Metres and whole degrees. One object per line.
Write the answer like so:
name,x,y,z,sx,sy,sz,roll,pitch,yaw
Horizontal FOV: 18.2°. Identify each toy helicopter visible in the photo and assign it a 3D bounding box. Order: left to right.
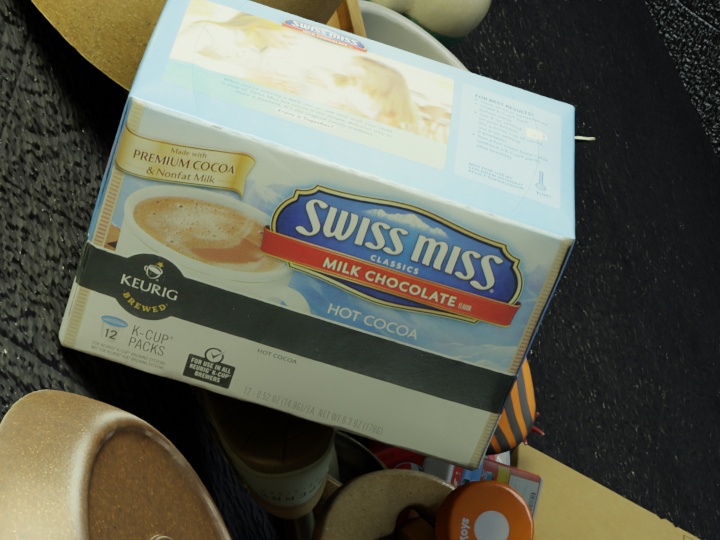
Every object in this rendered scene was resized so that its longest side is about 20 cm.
toy helicopter,0.016,0.197,1.082,0.079,0.132,0.200,159,-74,-70

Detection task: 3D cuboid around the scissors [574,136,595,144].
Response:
scissors,0.011,-0.049,1.086,0.073,0.200,0.014,88,6,-50

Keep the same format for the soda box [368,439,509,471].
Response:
soda box,0.050,0.062,1.403,0.063,0.070,0.200,58,20,-31

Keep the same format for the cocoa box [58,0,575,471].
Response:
cocoa box,-0.016,-0.023,1.006,0.133,0.200,0.131,-80,-171,-59

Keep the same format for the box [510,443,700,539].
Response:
box,0.168,0.210,1.542,0.163,0.021,0.200,29,26,-7

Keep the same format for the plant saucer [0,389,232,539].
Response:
plant saucer,-0.088,0.139,0.927,0.200,0.034,0.200,59,18,-32

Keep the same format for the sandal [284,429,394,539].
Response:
sandal,-0.009,0.113,1.169,0.080,0.054,0.200,-43,117,-72

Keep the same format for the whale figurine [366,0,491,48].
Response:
whale figurine,-0.001,-0.227,1.594,0.200,0.104,0.159,28,38,-30

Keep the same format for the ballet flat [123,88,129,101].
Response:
ballet flat,-0.047,-0.078,1.209,0.200,0.071,0.071,29,39,-38

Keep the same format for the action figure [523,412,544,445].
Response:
action figure,0.089,0.090,1.542,0.065,0.052,0.200,59,16,-20

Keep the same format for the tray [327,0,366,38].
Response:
tray,-0.061,-0.182,1.294,0.037,0.098,0.200,104,-23,-60

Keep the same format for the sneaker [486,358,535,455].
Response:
sneaker,0.039,0.016,1.154,0.200,0.078,0.112,59,-8,-13

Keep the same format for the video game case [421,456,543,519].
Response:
video game case,0.055,0.174,1.237,0.200,0.017,0.143,28,75,-70

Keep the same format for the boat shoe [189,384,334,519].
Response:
boat shoe,-0.059,0.036,1.100,0.066,0.074,0.200,86,-8,-47

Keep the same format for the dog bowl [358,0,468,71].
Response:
dog bowl,0.026,-0.085,1.405,0.200,0.059,0.200,36,29,-24

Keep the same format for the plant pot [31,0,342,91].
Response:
plant pot,-0.049,-0.202,1.083,0.186,0.200,0.187,35,32,-26
